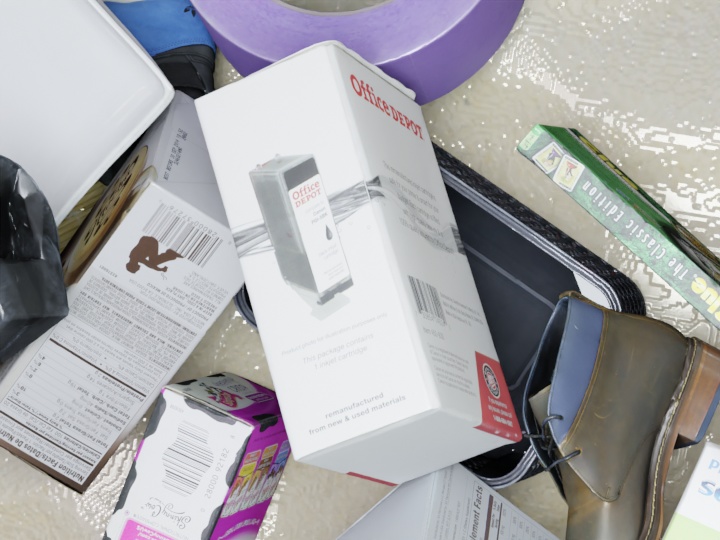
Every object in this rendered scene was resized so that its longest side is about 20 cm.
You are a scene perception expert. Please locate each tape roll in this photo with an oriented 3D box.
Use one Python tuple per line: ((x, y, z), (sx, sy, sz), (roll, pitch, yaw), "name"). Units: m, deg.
((-0.005, -0.192, 1.510), (0.199, 0.085, 0.201), (-2, 74, 8), "tape roll")

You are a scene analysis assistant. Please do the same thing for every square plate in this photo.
((-0.211, -0.123, 1.524), (0.200, 0.028, 0.198), (50, 131, 5), "square plate")

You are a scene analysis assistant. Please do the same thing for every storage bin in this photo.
((0.046, 0.017, 1.520), (0.200, 0.094, 0.135), (35, 98, 11), "storage bin")

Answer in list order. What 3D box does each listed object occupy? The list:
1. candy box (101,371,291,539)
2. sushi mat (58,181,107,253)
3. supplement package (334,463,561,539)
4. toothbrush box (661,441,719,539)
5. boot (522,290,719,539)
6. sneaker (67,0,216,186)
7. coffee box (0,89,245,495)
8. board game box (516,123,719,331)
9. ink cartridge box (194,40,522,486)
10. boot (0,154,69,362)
((-0.106, 0.162, 1.537), (0.061, 0.136, 0.201), (23, 95, 11), "candy box")
((-0.173, -0.031, 1.618), (0.200, 0.012, 0.096), (-26, 82, 13), "sushi mat")
((0.010, 0.227, 1.455), (0.111, 0.156, 0.200), (37, 122, -16), "supplement package")
((0.182, 0.209, 1.434), (0.086, 0.146, 0.200), (25, 81, 13), "toothbrush box")
((0.112, 0.108, 1.409), (0.097, 0.075, 0.200), (30, 68, -8), "boot")
((-0.178, -0.100, 1.572), (0.199, 0.077, 0.112), (-13, 59, 9), "sneaker")
((-0.131, 0.013, 1.519), (0.080, 0.113, 0.200), (31, 118, -13), "coffee box")
((0.175, -0.008, 1.480), (0.200, 0.105, 0.023), (43, 104, 11), "board game box")
((0.000, 0.000, 1.393), (0.083, 0.147, 0.201), (-21, 73, 16), "ink cartridge box")
((-0.235, -0.020, 1.491), (0.066, 0.200, 0.165), (-25, 85, -26), "boot")
